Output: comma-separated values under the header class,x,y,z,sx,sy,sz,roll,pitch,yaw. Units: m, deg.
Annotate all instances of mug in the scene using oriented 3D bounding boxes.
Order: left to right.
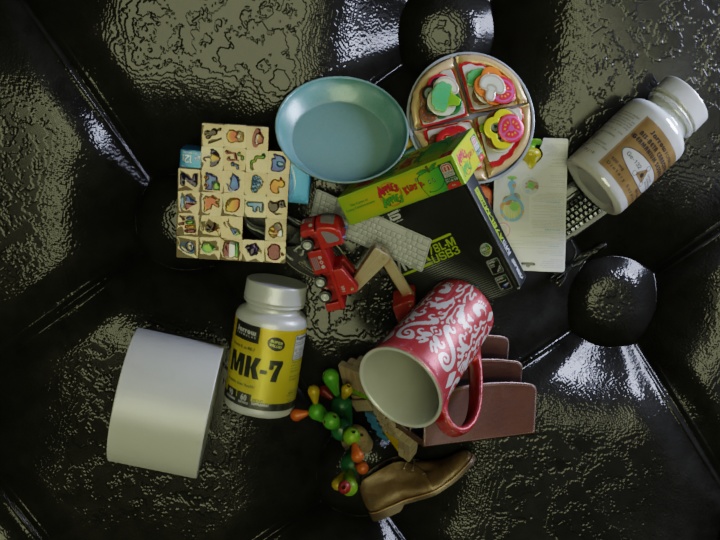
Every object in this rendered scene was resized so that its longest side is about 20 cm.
class,x,y,z,sx,sy,sz,roll,pitch,yaw
mug,0.108,0.129,1.450,0.132,0.200,0.180,3,123,34

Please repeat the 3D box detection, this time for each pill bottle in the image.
class,x,y,z,sx,sy,sz,roll,pitch,yaw
pill bottle,-0.143,0.114,1.543,0.112,0.114,0.204,8,101,-4
pill bottle,0.417,-0.190,1.500,0.200,0.114,0.115,-43,101,-2

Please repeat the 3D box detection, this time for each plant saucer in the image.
class,x,y,z,sx,sy,sz,roll,pitch,yaw
plant saucer,-0.028,-0.199,1.475,0.196,0.036,0.203,2,58,-3

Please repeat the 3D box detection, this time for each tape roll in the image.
class,x,y,z,sx,sy,sz,roll,pitch,yaw
tape roll,-0.291,0.199,1.509,0.137,0.203,0.206,13,101,-5

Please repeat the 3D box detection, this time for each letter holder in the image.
class,x,y,z,sx,sy,sz,roll,pitch,yaw
letter holder,0.165,0.179,1.546,0.197,0.100,0.145,-2,101,-24

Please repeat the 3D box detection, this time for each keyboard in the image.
class,x,y,z,sx,sy,sz,roll,pitch,yaw
keyboard,0.013,-0.062,1.522,0.198,0.011,0.057,24,124,15
keyboard,0.325,-0.057,1.576,0.199,0.021,0.128,-35,101,6

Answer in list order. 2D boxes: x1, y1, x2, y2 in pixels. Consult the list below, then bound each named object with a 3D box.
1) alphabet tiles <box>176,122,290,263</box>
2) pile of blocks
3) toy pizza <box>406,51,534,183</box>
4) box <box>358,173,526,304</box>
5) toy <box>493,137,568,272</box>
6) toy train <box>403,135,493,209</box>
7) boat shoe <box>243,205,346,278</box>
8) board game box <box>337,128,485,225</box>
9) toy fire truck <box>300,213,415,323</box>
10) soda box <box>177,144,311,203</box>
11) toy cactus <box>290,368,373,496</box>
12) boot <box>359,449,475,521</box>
class,x,y,z,sx,sy,sz,roll,pitch,yaw
alphabet tiles,-0.188,-0.114,1.479,0.164,0.008,0.204,3,104,-3
pile of blocks,0.038,0.210,1.606,0.062,0.081,0.202,-44,113,-34
toy pizza,0.167,-0.230,1.495,0.196,0.032,0.204,1,83,-7
box,0.122,-0.033,1.514,0.198,0.048,0.195,-21,106,33
toy,0.258,-0.102,1.543,0.113,0.047,0.204,2,93,-2
toy train,0.125,-0.130,1.533,0.196,0.056,0.153,7,101,-4
boat shoe,-0.103,-0.042,1.537,0.199,0.063,0.073,36,98,-9
board game box,0.072,-0.134,1.445,0.198,0.102,0.048,-18,110,33
toy fire truck,0.000,0.000,1.499,0.139,0.049,0.203,-12,118,11
soda box,-0.172,-0.145,1.510,0.196,0.068,0.065,5,103,-4
toy cactus,-0.028,0.261,1.561,0.101,0.165,0.202,-27,61,10
boot,0.090,0.330,1.624,0.198,0.074,0.076,-27,92,5
